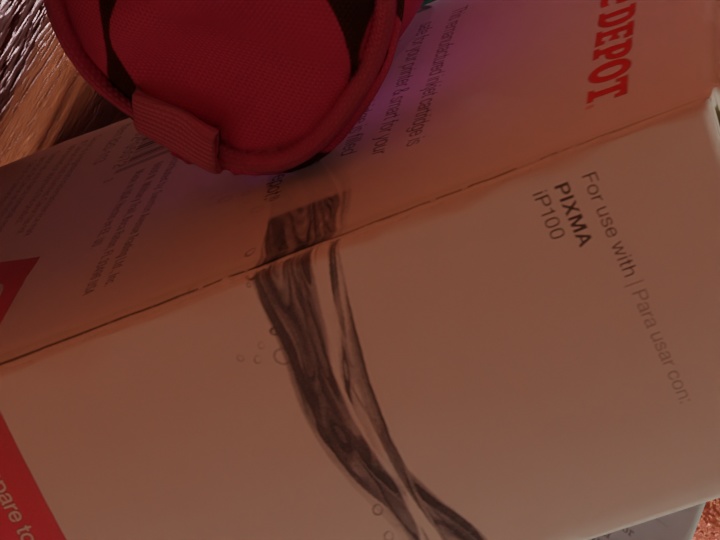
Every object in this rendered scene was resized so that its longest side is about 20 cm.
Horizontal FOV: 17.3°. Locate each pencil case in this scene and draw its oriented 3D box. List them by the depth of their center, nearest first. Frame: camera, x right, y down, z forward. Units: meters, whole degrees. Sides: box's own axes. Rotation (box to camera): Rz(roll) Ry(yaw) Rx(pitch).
[{"bbox_3d":[-0.006,-0.094,0.525,0.094,0.090,0.200,-61,178,32],"label":"pencil case"}]

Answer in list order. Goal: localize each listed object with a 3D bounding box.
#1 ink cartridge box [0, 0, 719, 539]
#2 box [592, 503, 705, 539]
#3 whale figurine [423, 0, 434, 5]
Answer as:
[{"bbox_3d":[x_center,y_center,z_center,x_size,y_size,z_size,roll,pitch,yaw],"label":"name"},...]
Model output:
[{"bbox_3d":[0.001,0.005,0.515,0.199,0.083,0.147,-19,-161,17],"label":"ink cartridge box"},{"bbox_3d":[0.014,0.119,1.020,0.200,0.198,0.172,-54,-175,49],"label":"box"},{"bbox_3d":[0.005,-0.147,0.892,0.159,0.103,0.201,123,-28,-55],"label":"whale figurine"}]
